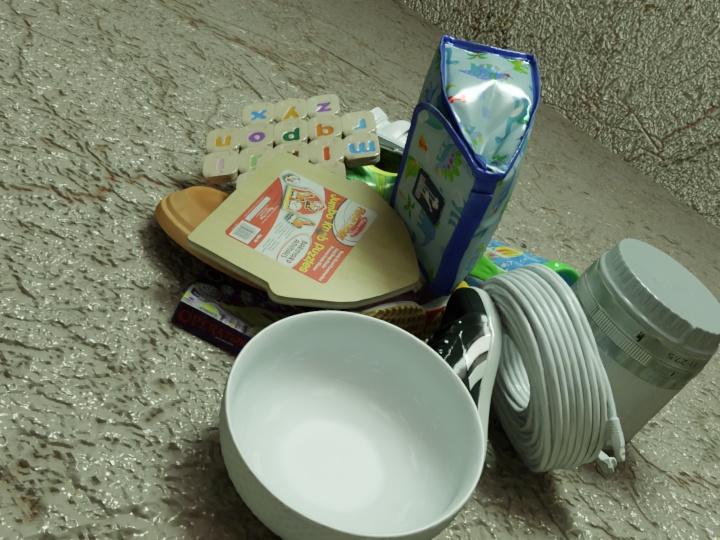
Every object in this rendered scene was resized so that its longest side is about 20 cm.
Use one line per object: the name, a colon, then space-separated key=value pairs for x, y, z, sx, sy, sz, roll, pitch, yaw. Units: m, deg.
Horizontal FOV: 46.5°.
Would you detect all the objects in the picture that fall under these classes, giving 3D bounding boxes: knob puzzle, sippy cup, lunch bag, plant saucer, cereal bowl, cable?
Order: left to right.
plant saucer: x=-0.117 y=-0.035 z=0.881 sx=0.199 sy=0.038 sz=0.200 roll=28 pitch=13 yaw=-7
knob puzzle: x=-0.036 y=-0.025 z=0.807 sx=0.217 sy=0.031 sz=0.221 roll=10 pitch=43 yaw=-9
cereal bowl: x=-0.011 y=0.130 z=0.629 sx=0.198 sy=0.084 sz=0.201 roll=13 pitch=41 yaw=-11
lunch bag: x=0.101 y=-0.101 z=0.828 sx=0.126 sy=0.171 sz=0.201 roll=9 pitch=49 yaw=-5
sippy cup: x=0.183 y=0.028 z=1.046 sx=0.139 sy=0.179 sz=0.130 roll=-30 pitch=43 yaw=-26
cable: x=0.171 y=0.096 z=0.820 sx=0.069 sy=0.202 sz=0.200 roll=-13 pitch=-1 yaw=-10

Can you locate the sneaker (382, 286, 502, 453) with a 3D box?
sneaker: x=0.062 y=0.086 z=0.755 sx=0.111 sy=0.073 sz=0.202 roll=23 pitch=55 yaw=-21

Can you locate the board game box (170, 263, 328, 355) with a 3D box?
board game box: x=-0.071 y=0.059 z=0.804 sx=0.199 sy=0.032 sz=0.120 roll=28 pitch=19 yaw=-5

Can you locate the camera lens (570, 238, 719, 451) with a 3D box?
camera lens: x=0.282 y=0.086 z=0.928 sx=0.159 sy=0.201 sz=0.161 roll=25 pitch=31 yaw=-16

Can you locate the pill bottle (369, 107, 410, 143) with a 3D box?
pill bottle: x=0.066 y=-0.131 z=1.185 sx=0.200 sy=0.112 sz=0.112 roll=47 pitch=25 yaw=4

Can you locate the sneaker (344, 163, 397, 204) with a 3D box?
sneaker: x=0.014 y=-0.081 z=0.955 sx=0.199 sy=0.075 sz=0.084 roll=22 pitch=43 yaw=14

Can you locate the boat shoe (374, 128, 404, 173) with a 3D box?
boat shoe: x=0.072 y=-0.108 z=1.011 sx=0.199 sy=0.069 sz=0.057 roll=25 pitch=31 yaw=2

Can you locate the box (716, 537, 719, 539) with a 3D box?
box: x=0.268 y=0.280 z=0.700 sx=0.199 sy=0.076 sz=0.050 roll=2 pitch=35 yaw=-46

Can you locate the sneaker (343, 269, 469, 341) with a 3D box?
sneaker: x=0.033 y=0.027 z=0.852 sx=0.199 sy=0.075 sz=0.090 roll=-6 pitch=45 yaw=-51

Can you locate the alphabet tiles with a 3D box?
alphabet tiles: x=-0.078 y=-0.141 z=0.953 sx=0.198 sy=0.015 sz=0.197 roll=-7 pitch=41 yaw=0
